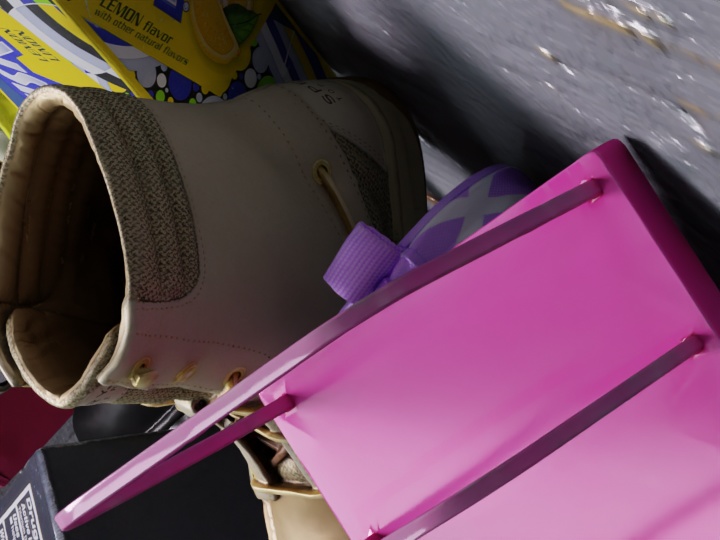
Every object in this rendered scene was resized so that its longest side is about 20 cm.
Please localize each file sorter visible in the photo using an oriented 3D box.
[{"bbox_3d":[0.041,0.099,0.615,0.125,0.139,0.200,-27,-97,-52],"label":"file sorter"}]

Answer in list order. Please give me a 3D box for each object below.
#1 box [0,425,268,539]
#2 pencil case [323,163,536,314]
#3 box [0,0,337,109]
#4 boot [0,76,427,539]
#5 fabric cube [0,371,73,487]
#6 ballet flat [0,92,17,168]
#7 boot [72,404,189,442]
[{"bbox_3d":[-0.083,0.189,0.992,0.198,0.123,0.200,-45,57,54],"label":"box"},{"bbox_3d":[0.083,0.055,0.704,0.200,0.084,0.085,40,-153,18],"label":"pencil case"},{"bbox_3d":[-0.087,-0.091,0.784,0.064,0.070,0.200,6,152,34],"label":"box"},{"bbox_3d":[-0.038,0.041,0.751,0.073,0.200,0.155,-2,-178,36],"label":"boot"},{"bbox_3d":[-0.192,-0.051,1.186,0.200,0.199,0.196,41,172,21],"label":"fabric cube"},{"bbox_3d":[-0.150,-0.055,0.929,0.200,0.067,0.067,27,137,47],"label":"ballet flat"},{"bbox_3d":[-0.088,-0.011,1.009,0.158,0.079,0.211,53,140,2],"label":"boot"}]
